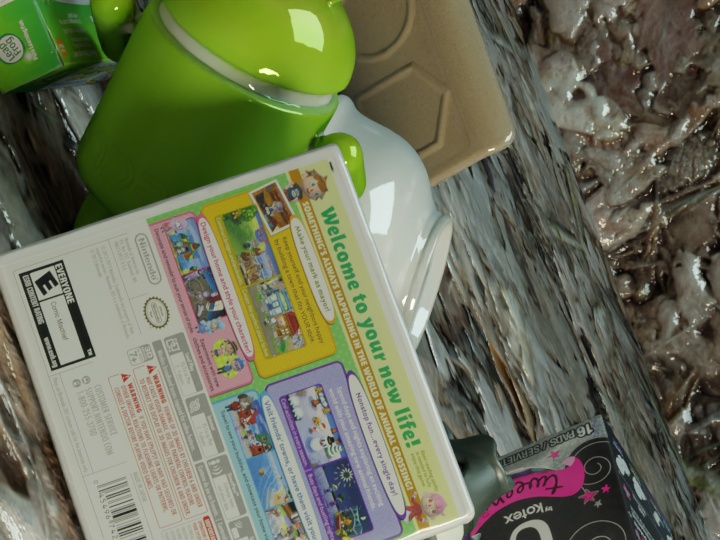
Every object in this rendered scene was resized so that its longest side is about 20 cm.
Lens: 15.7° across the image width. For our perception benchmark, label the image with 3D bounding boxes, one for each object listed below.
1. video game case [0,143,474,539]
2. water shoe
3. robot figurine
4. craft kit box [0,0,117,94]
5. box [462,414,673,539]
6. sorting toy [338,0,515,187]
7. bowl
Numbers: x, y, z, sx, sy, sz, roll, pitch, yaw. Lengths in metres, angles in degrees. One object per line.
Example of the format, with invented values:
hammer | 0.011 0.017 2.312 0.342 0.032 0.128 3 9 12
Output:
video game case | -0.063 0.058 1.269 0.022 0.181 0.201 103 -33 -75
water shoe | 0.019 0.120 1.522 0.200 0.079 0.072 16 -46 59
robot figurine | -0.078 -0.088 1.407 0.175 0.200 0.116 34 22 11
craft kit box | -0.195 -0.201 1.489 0.198 0.048 0.200 64 12 0
box | 0.092 0.201 1.618 0.132 0.199 0.115 55 16 -43
sorting toy | -0.004 -0.120 1.787 0.036 0.200 0.186 26 42 -59
bowl | 0.000 0.000 1.604 0.201 0.090 0.202 18 90 -82
